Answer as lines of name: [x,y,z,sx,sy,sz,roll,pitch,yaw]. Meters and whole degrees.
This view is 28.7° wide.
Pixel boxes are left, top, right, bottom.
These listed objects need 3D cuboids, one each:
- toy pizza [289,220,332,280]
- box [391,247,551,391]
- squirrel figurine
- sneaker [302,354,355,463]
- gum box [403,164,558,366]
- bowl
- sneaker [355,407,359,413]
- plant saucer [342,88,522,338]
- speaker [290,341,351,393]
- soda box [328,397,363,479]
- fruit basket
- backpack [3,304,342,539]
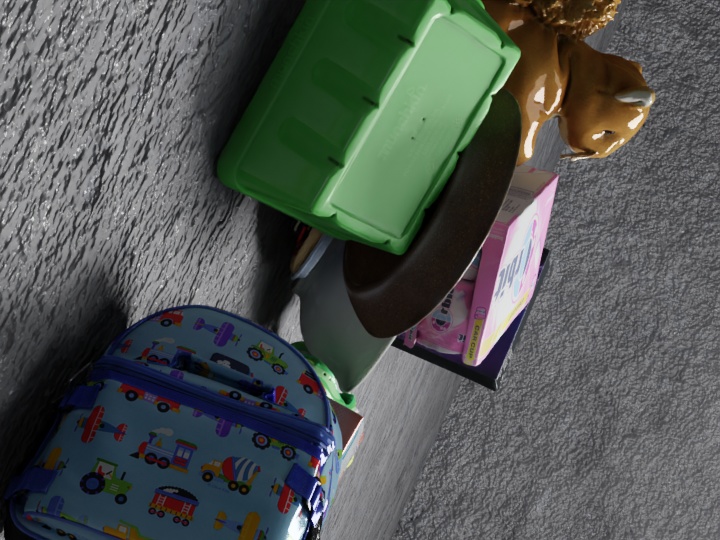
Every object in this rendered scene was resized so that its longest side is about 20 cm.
toy pizza: [-0.013,-0.083,1.157,0.201,0.032,0.200,-59,-174,9]
box: [0.072,0.012,1.401,0.079,0.198,0.142,69,44,-74]
squirrel figurine: [0.152,-0.182,1.135,0.142,0.185,0.202,-71,176,-72]
sneaker: [-0.069,0.103,1.140,0.200,0.073,0.084,35,64,-53]
gum box: [0.098,-0.011,1.127,0.200,0.066,0.115,-38,141,-66]
bowl: [0.000,0.000,1.235,0.202,0.090,0.201,-59,-174,10]
sneaker: [-0.071,0.177,1.358,0.070,0.080,0.201,-41,-169,35]
plant saucer: [0.042,-0.049,1.011,0.201,0.034,0.201,-49,-157,30]
speaker: [-0.079,0.160,1.265,0.089,0.088,0.201,99,17,-52]
soda box: [-0.072,0.181,1.026,0.201,0.068,0.064,-59,170,-18]
fruit basket: [-0.005,-0.129,0.985,0.155,0.215,0.217,24,88,-40]
backpack: [-0.094,0.108,0.827,0.135,0.181,0.201,108,6,-54]
